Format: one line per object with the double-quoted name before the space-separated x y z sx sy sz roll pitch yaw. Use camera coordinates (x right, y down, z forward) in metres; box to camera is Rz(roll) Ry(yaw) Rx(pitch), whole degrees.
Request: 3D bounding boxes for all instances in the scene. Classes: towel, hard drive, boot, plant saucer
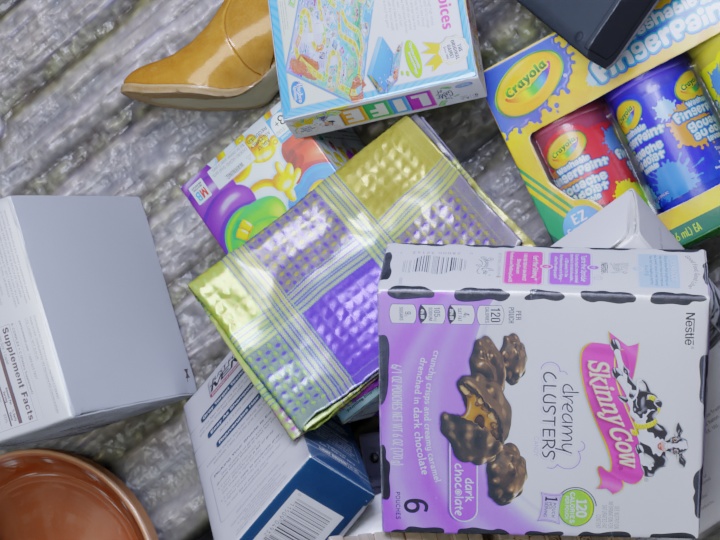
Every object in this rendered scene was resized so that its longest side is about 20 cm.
"towel" 0.000 0.000 1.503 0.200 0.023 0.144 -36 65 0
"hard drive" 0.139 -0.240 1.524 0.140 0.033 0.200 -56 45 13
"boot" -0.076 -0.191 1.643 0.200 0.071 0.145 -3 83 20
"plant saucer" -0.234 0.232 1.723 0.199 0.032 0.202 0 91 20

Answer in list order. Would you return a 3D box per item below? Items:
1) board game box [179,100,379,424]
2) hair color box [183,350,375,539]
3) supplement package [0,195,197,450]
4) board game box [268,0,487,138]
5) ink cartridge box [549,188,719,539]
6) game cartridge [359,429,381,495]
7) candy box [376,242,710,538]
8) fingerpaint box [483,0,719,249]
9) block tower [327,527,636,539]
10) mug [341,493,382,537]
"board game box" -0.015 -0.008 1.597 0.103 0.105 0.200 -39 78 17
"hair color box" -0.058 0.122 1.573 0.060 0.200 0.100 34 106 -25
"supplement package" -0.222 0.036 1.623 0.110 0.200 0.157 -19 85 19
"board game box" 0.004 -0.198 1.553 0.134 0.034 0.201 -12 68 11
"ink cartridge box" 0.180 0.069 1.495 0.146 0.084 0.200 -36 106 19
"game cartridge" 0.076 0.202 1.609 0.129 0.038 0.201 -11 88 24
"candy box" 0.112 0.074 1.417 0.199 0.072 0.169 1 114 5
"fingerpaint box" 0.202 -0.100 1.532 0.199 0.073 0.168 -27 83 18
"block tower" 0.074 0.192 1.461 0.199 0.058 0.054 -4 56 -18
"mug" 0.020 0.240 1.543 0.186 0.149 0.154 -33 73 11
